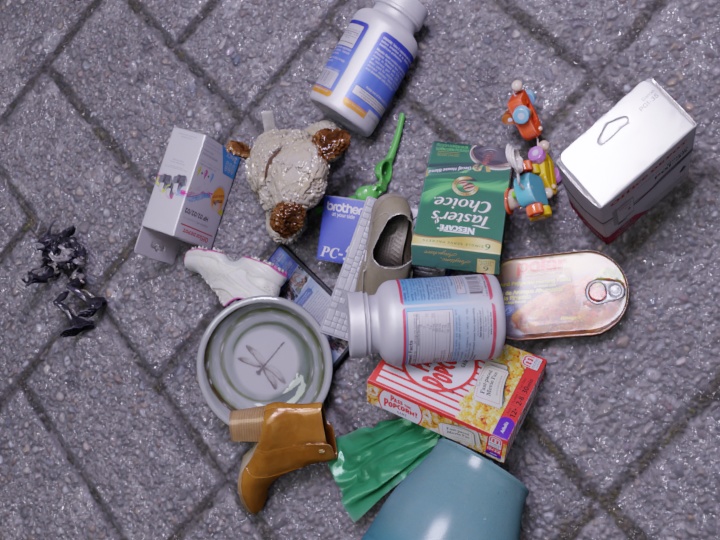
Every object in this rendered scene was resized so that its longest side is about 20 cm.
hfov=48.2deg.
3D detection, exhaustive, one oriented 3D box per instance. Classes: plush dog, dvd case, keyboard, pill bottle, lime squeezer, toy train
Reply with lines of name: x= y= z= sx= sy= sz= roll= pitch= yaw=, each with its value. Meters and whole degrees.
plush dog: x=-0.100 y=-0.143 z=1.158 sx=0.171 sy=0.159 sz=0.203 roll=25 pitch=88 yaw=59
dvd case: x=-0.097 y=0.076 z=1.221 sx=0.200 sy=0.018 sz=0.143 roll=42 pitch=96 yaw=22
keyboard: x=0.000 y=0.000 z=1.131 sx=0.055 sy=0.011 sz=0.204 roll=17 pitch=98 yaw=-22
pill bottle: x=0.017 y=-0.314 z=1.198 sx=0.111 sy=0.112 sz=0.202 roll=31 pitch=91 yaw=22
lime squeezer: x=0.019 y=-0.142 z=1.215 sx=0.201 sy=0.038 sz=0.071 roll=-49 pitch=38 yaw=7
toy train: x=0.211 y=-0.151 z=1.069 sx=0.055 sy=0.201 sz=0.151 roll=-19 pitch=118 yaw=31
pill bottle: x=0.082 y=0.065 z=1.038 sx=0.195 sy=0.109 sz=0.111 roll=-3 pitch=79 yaw=-3

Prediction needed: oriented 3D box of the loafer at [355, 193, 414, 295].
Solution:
loafer: x=0.035 y=-0.001 z=1.097 sx=0.074 sy=0.068 sz=0.205 roll=2 pitch=101 yaw=-7

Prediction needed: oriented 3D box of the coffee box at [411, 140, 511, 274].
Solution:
coffee box: x=0.141 y=-0.089 z=1.089 sx=0.120 sy=0.044 sz=0.203 roll=8 pitch=52 yaw=11

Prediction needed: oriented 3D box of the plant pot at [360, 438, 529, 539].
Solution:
plant pot: x=0.114 y=0.327 z=1.016 sx=0.197 sy=0.201 sz=0.190 roll=25 pitch=75 yaw=22

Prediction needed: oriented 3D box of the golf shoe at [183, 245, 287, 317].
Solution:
golf shoe: x=-0.204 y=0.018 z=1.229 sx=0.197 sy=0.075 sz=0.094 roll=12 pitch=82 yaw=35

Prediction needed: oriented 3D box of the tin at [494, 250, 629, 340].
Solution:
tin: x=0.261 y=0.035 z=1.086 sx=0.196 sy=0.042 sz=0.115 roll=-5 pitch=83 yaw=20

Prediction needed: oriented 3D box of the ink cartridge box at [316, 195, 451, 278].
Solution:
ink cartridge box: x=0.038 y=-0.048 z=1.161 sx=0.196 sy=0.044 sz=0.096 roll=10 pitch=97 yaw=17

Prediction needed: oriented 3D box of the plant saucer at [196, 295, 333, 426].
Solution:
plant saucer: x=-0.137 y=0.135 z=1.168 sx=0.195 sy=0.050 sz=0.205 roll=0 pitch=96 yaw=-1

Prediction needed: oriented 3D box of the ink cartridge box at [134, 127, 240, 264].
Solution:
ink cartridge box: x=-0.270 y=-0.106 z=1.266 sx=0.067 sy=0.115 sz=0.204 roll=17 pitch=87 yaw=22

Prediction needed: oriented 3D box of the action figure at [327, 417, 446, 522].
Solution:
action figure: x=0.051 y=0.247 z=1.117 sx=0.198 sy=0.055 sz=0.120 roll=-33 pitch=69 yaw=14

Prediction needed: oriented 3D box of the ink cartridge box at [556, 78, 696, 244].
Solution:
ink cartridge box: x=0.330 y=-0.127 z=1.000 sx=0.146 sy=0.200 sz=0.083 roll=-41 pitch=70 yaw=9

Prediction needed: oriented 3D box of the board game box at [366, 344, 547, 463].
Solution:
board game box: x=0.128 y=0.147 z=1.064 sx=0.197 sy=0.047 sz=0.152 roll=20 pitch=45 yaw=21

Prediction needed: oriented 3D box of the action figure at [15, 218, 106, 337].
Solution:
action figure: x=-0.504 y=0.002 z=1.342 sx=0.119 sy=0.101 sz=0.202 roll=-41 pitch=71 yaw=21

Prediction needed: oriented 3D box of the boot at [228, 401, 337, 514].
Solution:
boot: x=-0.102 y=0.268 z=1.131 sx=0.140 sy=0.205 sz=0.071 roll=-2 pitch=34 yaw=4
